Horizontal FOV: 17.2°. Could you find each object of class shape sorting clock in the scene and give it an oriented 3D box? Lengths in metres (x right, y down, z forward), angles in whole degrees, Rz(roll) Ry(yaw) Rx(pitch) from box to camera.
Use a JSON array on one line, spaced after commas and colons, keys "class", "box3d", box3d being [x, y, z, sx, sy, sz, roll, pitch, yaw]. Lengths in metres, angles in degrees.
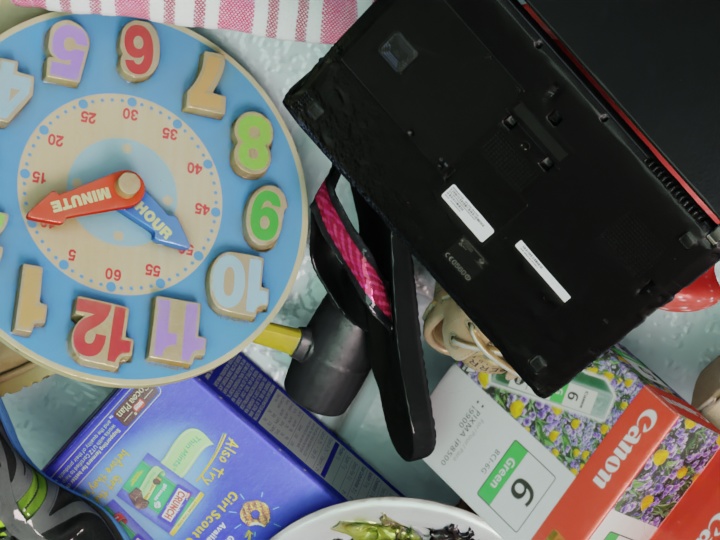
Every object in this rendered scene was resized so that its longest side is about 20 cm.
[{"class": "shape sorting clock", "box3d": [-0.120, -0.039, 1.192, 0.200, 0.039, 0.200, 5, 76, -21]}]

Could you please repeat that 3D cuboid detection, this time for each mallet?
[{"class": "mallet", "box3d": [-0.075, 0.016, 1.235, 0.200, 0.041, 0.066, 24, 111, -29]}]

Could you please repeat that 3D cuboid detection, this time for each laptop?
[{"class": "laptop", "box3d": [0.101, -0.079, 1.014, 0.177, 0.103, 0.200, 49, 130, 3]}]

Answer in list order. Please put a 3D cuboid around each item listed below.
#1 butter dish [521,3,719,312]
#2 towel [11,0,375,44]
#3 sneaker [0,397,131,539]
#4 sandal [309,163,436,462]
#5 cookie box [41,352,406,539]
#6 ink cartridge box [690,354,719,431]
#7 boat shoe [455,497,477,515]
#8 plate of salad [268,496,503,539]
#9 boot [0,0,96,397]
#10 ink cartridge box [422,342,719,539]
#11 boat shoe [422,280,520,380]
[{"class": "butter dish", "box3d": [0.151, -0.054, 1.113, 0.199, 0.200, 0.148, 3, 95, 10]}, {"class": "towel", "box3d": [-0.079, -0.161, 1.139, 0.200, 0.030, 0.146, 8, 148, 6]}, {"class": "sneaker", "box3d": [-0.190, 0.123, 1.233, 0.071, 0.083, 0.200, -39, 90, 20]}, {"class": "sandal", "box3d": [0.000, 0.000, 1.213, 0.045, 0.075, 0.200, -8, 86, -11]}, {"class": "cookie box", "box3d": [-0.078, 0.152, 1.303, 0.200, 0.075, 0.171, 42, 110, -4]}, {"class": "ink cartridge box", "box3d": [0.294, 0.056, 1.201, 0.165, 0.075, 0.200, 45, 111, -4]}, {"class": "boat shoe", "box3d": [0.139, 0.170, 1.270, 0.200, 0.072, 0.068, 31, 112, -1]}, {"class": "plate of salad", "box3d": [0.020, 0.214, 1.241, 0.200, 0.048, 0.200, 3, 108, 9]}, {"class": "boot", "box3d": [-0.180, -0.055, 1.263, 0.175, 0.066, 0.200, -33, 101, 6]}, {"class": "ink cartridge box", "box3d": [0.118, 0.101, 1.189, 0.109, 0.050, 0.200, -54, 47, 9]}, {"class": "boat shoe", "box3d": [0.076, 0.022, 1.131, 0.071, 0.200, 0.065, 27, 86, -8]}]
